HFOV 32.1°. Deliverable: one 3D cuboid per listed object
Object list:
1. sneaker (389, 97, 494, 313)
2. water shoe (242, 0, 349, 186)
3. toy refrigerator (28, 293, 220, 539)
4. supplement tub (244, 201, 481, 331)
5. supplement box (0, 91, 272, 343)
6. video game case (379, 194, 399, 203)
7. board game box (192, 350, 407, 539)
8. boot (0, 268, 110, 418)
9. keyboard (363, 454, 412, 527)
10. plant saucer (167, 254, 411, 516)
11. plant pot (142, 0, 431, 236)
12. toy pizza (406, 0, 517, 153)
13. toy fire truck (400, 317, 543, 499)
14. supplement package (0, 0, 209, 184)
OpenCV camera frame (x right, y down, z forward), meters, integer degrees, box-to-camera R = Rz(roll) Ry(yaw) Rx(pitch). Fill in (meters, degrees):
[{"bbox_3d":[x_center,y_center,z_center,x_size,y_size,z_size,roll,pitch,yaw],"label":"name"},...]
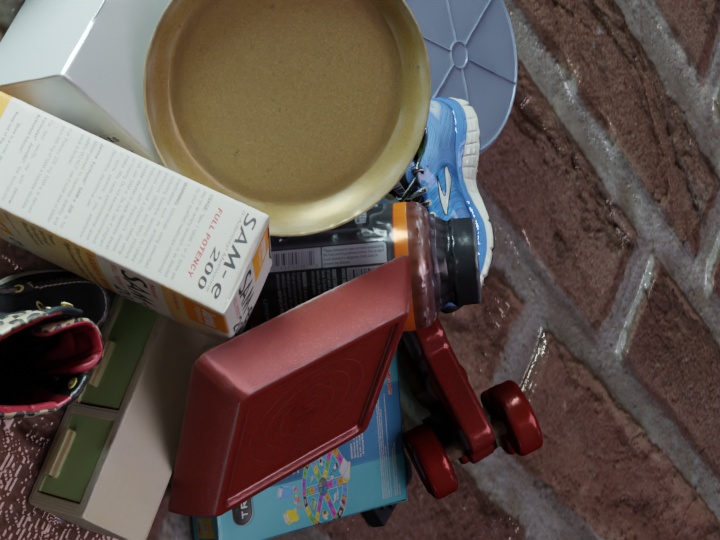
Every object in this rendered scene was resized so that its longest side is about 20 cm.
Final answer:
[{"bbox_3d":[0.061,-0.060,1.122,0.088,0.078,0.203,3,70,-30],"label":"sneaker"},{"bbox_3d":[-0.062,-0.153,0.914,0.079,0.070,0.202,-69,140,-64],"label":"water shoe"},{"bbox_3d":[-0.173,0.096,0.954,0.070,0.075,0.203,36,66,-41],"label":"toy refrigerator"},{"bbox_3d":[0.000,0.000,1.038,0.107,0.196,0.109,-5,90,-86],"label":"supplement tub"},{"bbox_3d":[-0.161,-0.029,0.848,0.126,0.198,0.074,99,15,-76],"label":"supplement box"},{"bbox_3d":[0.046,-0.124,1.219,0.181,0.022,0.203,21,76,-45],"label":"video game case"},{"bbox_3d":[-0.054,0.141,1.079,0.198,0.047,0.154,-8,96,-36],"label":"board game box"},{"bbox_3d":[-0.223,0.047,0.843,0.198,0.149,0.075,-15,102,-45],"label":"boot"},{"bbox_3d":[-0.019,0.162,1.161,0.127,0.020,0.201,-50,124,-33],"label":"keyboard"},{"bbox_3d":[-0.047,0.099,0.953,0.198,0.037,0.201,-27,150,-34],"label":"plant saucer"},{"bbox_3d":[-0.050,-0.124,0.862,0.196,0.028,0.204,-3,108,-8],"label":"plant pot"},{"bbox_3d":[0.085,-0.208,1.221,0.198,0.031,0.204,1,89,-47],"label":"toy pizza"},{"bbox_3d":[0.079,0.109,1.162,0.111,0.200,0.170,-25,83,-4],"label":"toy fire truck"},{"bbox_3d":[-0.159,-0.121,0.927,0.200,0.119,0.123,45,59,-38],"label":"supplement package"}]
